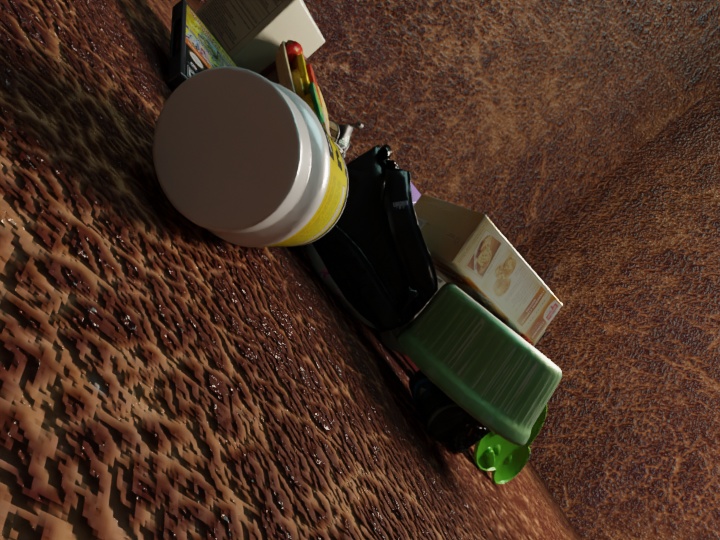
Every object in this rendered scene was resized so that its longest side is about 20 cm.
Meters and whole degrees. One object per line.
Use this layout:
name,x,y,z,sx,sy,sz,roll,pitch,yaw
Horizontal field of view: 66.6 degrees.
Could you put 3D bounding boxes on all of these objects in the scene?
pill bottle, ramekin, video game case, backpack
pill bottle,-0.072,-0.076,0.422,0.115,0.113,0.200,52,5,0
ramekin,0.149,0.106,0.674,0.198,0.099,0.200,37,5,-4
video game case,-0.178,-0.230,0.733,0.200,0.025,0.184,48,22,-47
backpack,0.012,-0.029,0.685,0.203,0.164,0.127,58,-1,-9

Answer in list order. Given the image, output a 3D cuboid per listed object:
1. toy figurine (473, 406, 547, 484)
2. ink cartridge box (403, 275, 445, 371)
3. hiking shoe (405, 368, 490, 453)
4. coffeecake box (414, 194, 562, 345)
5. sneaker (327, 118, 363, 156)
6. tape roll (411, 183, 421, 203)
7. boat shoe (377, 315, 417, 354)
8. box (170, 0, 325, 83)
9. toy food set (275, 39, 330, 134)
toy figurine,0.200,0.230,0.935,0.184,0.147,0.204,45,-24,48
ink cartridge box,0.136,0.061,0.925,0.147,0.198,0.083,50,5,-22
hiking shoe,0.126,0.183,0.736,0.088,0.074,0.200,57,6,34
coffeecake box,0.162,-0.003,0.759,0.199,0.074,0.153,41,-3,-30
sneaker,-0.042,-0.196,0.941,0.202,0.139,0.078,54,5,16
tape roll,0.044,-0.097,1.132,0.086,0.198,0.200,53,5,24
boat shoe,0.108,0.111,0.851,0.198,0.076,0.065,22,8,-23
box,-0.176,-0.363,0.861,0.129,0.198,0.109,55,7,24
toy food set,-0.077,-0.238,0.820,0.201,0.047,0.203,70,5,-62
